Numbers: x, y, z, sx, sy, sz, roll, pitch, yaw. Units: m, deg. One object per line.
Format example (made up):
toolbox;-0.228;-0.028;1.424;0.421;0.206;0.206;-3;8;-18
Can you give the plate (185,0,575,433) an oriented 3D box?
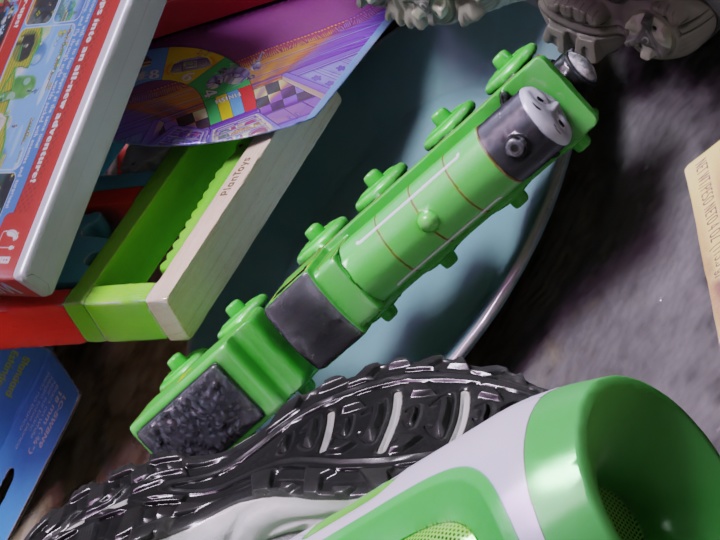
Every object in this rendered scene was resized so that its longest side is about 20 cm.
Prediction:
plate;0.011;-0.010;0.924;0.200;0.026;0.201;-38;33;30

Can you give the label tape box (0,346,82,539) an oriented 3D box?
label tape box;-0.196;0.062;1.095;0.145;0.063;0.200;-63;26;11

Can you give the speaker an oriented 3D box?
speaker;0.012;0.106;0.733;0.200;0.088;0.089;-34;35;33

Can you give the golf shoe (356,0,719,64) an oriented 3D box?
golf shoe;0.054;-0.132;0.902;0.200;0.078;0.097;21;51;31

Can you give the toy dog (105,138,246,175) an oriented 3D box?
toy dog;-0.099;-0.072;1.079;0.200;0.096;0.132;-35;34;32

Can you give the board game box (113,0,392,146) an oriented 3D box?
board game box;-0.053;-0.129;0.984;0.158;0.039;0.200;16;51;29

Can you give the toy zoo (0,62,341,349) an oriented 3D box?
toy zoo;-0.116;-0.021;0.974;0.199;0.020;0.131;-4;39;35

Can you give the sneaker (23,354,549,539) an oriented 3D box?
sneaker;-0.015;0.088;0.826;0.200;0.079;0.074;-22;23;23

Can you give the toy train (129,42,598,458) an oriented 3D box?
toy train;0.000;0.000;0.848;0.200;0.042;0.056;-42;4;23

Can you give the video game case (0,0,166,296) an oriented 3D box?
video game case;-0.157;-0.059;0.971;0.200;0.017;0.143;1;65;46

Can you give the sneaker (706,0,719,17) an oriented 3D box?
sneaker;0.127;-0.125;0.725;0.071;0.099;0.200;-41;1;33

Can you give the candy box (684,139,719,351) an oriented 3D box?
candy box;0.179;-0.037;0.667;0.200;0.055;0.116;-40;31;27
